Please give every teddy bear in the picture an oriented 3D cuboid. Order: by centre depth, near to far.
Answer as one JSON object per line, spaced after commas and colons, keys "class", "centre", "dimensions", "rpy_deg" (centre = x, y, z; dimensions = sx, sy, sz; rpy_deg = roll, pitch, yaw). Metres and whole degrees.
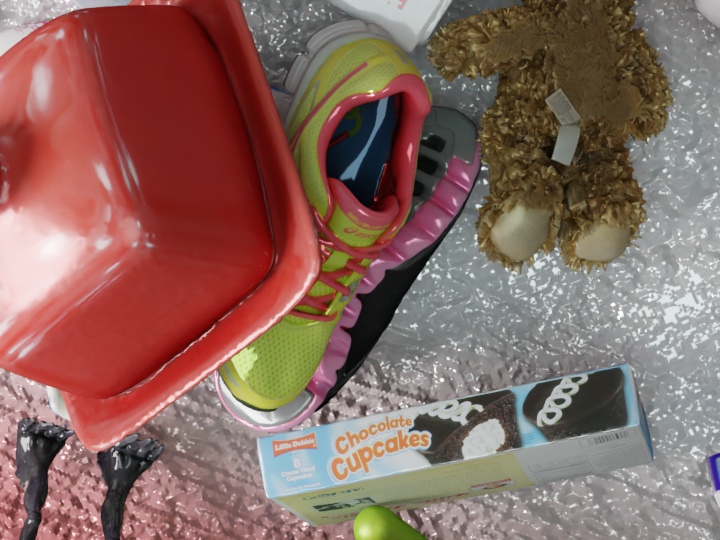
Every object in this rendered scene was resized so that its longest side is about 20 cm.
{"class": "teddy bear", "centre": [0.102, -0.096, 1.126], "dimensions": [0.144, 0.067, 0.201], "rpy_deg": [-16, 98, -20]}

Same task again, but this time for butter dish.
{"class": "butter dish", "centre": [-0.142, -0.037, 1.037], "dimensions": [0.199, 0.147, 0.201], "rpy_deg": [-37, 61, 36]}

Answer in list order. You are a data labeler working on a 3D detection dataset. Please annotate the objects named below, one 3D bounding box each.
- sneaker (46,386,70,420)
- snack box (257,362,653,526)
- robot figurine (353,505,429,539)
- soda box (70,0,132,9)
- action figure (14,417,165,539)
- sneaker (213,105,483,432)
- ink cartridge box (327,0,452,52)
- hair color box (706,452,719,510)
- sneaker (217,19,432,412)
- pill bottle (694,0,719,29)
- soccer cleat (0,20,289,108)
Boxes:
{"class": "sneaker", "centre": [-0.107, 0.014, 1.149], "dimensions": [0.072, 0.073, 0.200], "rpy_deg": [25, 133, -17]}
{"class": "snack box", "centre": [0.054, 0.097, 1.166], "dimensions": [0.199, 0.116, 0.037], "rpy_deg": [-12, 74, 8]}
{"class": "robot figurine", "centre": [-0.011, 0.217, 1.163], "dimensions": [0.115, 0.200, 0.176], "rpy_deg": [23, 66, 2]}
{"class": "soda box", "centre": [-0.178, -0.204, 1.137], "dimensions": [0.200, 0.068, 0.064], "rpy_deg": [34, 104, -5]}
{"class": "action figure", "centre": [-0.173, 0.180, 1.171], "dimensions": [0.118, 0.102, 0.201], "rpy_deg": [15, 68, -9]}
{"class": "sneaker", "centre": [0.000, 0.000, 1.167], "dimensions": [0.079, 0.095, 0.200], "rpy_deg": [38, 94, 20]}
{"class": "ink cartridge box", "centre": [-0.014, -0.228, 1.109], "dimensions": [0.200, 0.084, 0.145], "rpy_deg": [32, 104, -3]}
{"class": "hair color box", "centre": [0.302, 0.122, 1.177], "dimensions": [0.199, 0.065, 0.110], "rpy_deg": [-23, 101, 12]}
{"class": "sneaker", "centre": [-0.020, -0.022, 1.060], "dimensions": [0.078, 0.090, 0.201], "rpy_deg": [13, 100, -28]}
{"class": "pill bottle", "centre": [0.278, -0.119, 1.094], "dimensions": [0.200, 0.112, 0.112], "rpy_deg": [37, 104, -5]}
{"class": "soccer cleat", "centre": [-0.114, -0.087, 1.152], "dimensions": [0.199, 0.086, 0.070], "rpy_deg": [14, 104, 2]}
